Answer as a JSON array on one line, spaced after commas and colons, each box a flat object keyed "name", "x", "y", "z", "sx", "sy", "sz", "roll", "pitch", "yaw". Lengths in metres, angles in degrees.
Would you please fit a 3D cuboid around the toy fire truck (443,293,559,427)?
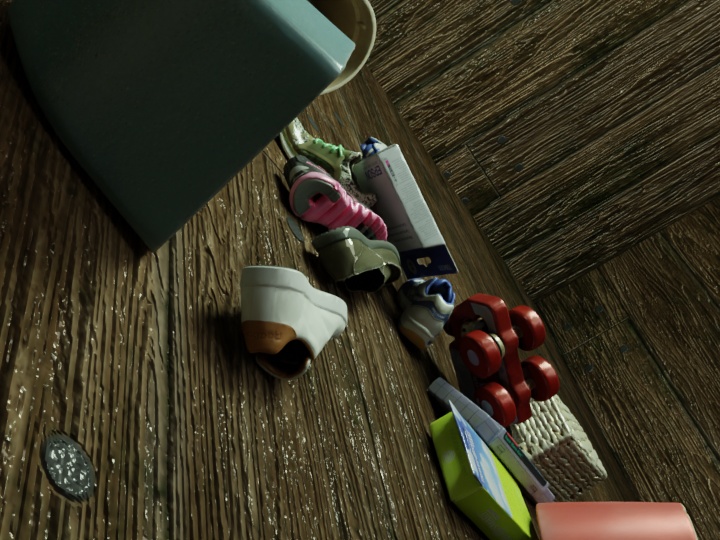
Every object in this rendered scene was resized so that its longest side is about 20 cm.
[{"name": "toy fire truck", "x": 0.183, "y": 0.128, "z": 1.267, "sx": 0.168, "sy": 0.112, "sz": 0.200, "roll": 10, "pitch": -58, "yaw": 58}]

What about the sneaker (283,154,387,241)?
[{"name": "sneaker", "x": -0.036, "y": -0.084, "z": 1.151, "sx": 0.200, "sy": 0.079, "sz": 0.095, "roll": 47, "pitch": 5, "yaw": -47}]

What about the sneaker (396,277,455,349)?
[{"name": "sneaker", "x": 0.108, "y": 0.047, "z": 1.303, "sx": 0.075, "sy": 0.088, "sz": 0.200, "roll": 38, "pitch": 15, "yaw": -12}]

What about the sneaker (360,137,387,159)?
[{"name": "sneaker", "x": 0.038, "y": -0.199, "z": 1.688, "sx": 0.088, "sy": 0.075, "sz": 0.200, "roll": 40, "pitch": 12, "yaw": -21}]

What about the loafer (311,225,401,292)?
[{"name": "loafer", "x": 0.000, "y": 0.000, "z": 1.096, "sx": 0.200, "sy": 0.075, "sz": 0.070, "roll": 19, "pitch": 52, "yaw": -64}]

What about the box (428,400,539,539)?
[{"name": "box", "x": 0.150, "y": 0.262, "z": 1.064, "sx": 0.200, "sy": 0.048, "sz": 0.122, "roll": 51, "pitch": 14, "yaw": -36}]

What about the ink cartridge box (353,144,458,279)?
[{"name": "ink cartridge box", "x": 0.048, "y": -0.072, "z": 1.274, "sx": 0.200, "sy": 0.043, "sz": 0.196, "roll": 65, "pitch": -18, "yaw": -4}]

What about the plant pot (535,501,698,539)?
[{"name": "plant pot", "x": 0.323, "y": 0.372, "z": 1.064, "sx": 0.200, "sy": 0.177, "sz": 0.201, "roll": -13, "pitch": 90, "yaw": -81}]

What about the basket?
[{"name": "basket", "x": 0.299, "y": 0.286, "z": 1.412, "sx": 0.200, "sy": 0.123, "sz": 0.136, "roll": 45, "pitch": 17, "yaw": -42}]

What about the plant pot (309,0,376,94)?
[{"name": "plant pot", "x": -0.104, "y": -0.430, "z": 1.482, "sx": 0.200, "sy": 0.200, "sz": 0.184, "roll": 43, "pitch": 8, "yaw": -50}]

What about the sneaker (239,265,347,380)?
[{"name": "sneaker", "x": -0.062, "y": 0.055, "z": 0.756, "sx": 0.200, "sy": 0.073, "sz": 0.085, "roll": 39, "pitch": 53, "yaw": -71}]

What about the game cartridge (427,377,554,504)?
[{"name": "game cartridge", "x": 0.183, "y": 0.237, "z": 1.191, "sx": 0.200, "sy": 0.038, "sz": 0.130, "roll": 51, "pitch": -13, "yaw": -31}]

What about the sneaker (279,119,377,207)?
[{"name": "sneaker", "x": -0.042, "y": -0.154, "z": 1.230, "sx": 0.200, "sy": 0.089, "sz": 0.077, "roll": 59, "pitch": 13, "yaw": 3}]

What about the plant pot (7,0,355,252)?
[{"name": "plant pot", "x": -0.146, "y": -0.172, "z": 0.673, "sx": 0.200, "sy": 0.196, "sz": 0.196, "roll": 45, "pitch": 15, "yaw": -13}]
